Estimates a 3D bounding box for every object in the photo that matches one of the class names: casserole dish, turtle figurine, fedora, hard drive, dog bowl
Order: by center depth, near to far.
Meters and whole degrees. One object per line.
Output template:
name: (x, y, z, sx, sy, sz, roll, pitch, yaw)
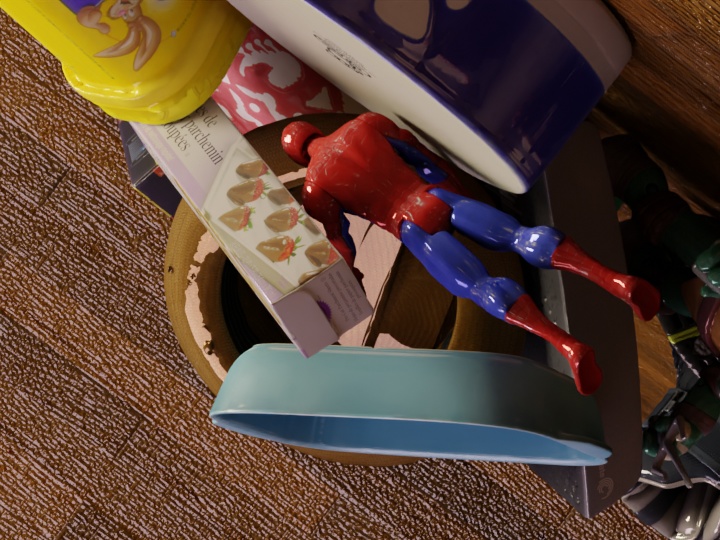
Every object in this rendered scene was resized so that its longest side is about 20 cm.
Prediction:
dog bowl: (0.015, -0.121, 1.268, 0.200, 0.079, 0.200, 36, 177, 3)
casserole dish: (0.024, 0.062, 1.368, 0.200, 0.039, 0.121, 1, 168, 28)
turtle figurine: (0.172, 0.025, 1.420, 0.200, 0.101, 0.150, 49, 142, 41)
hard drive: (0.092, 0.008, 1.436, 0.135, 0.042, 0.200, -140, 39, -67)
fedora: (0.000, 0.000, 1.458, 0.201, 0.201, 0.082, 36, -146, -1)

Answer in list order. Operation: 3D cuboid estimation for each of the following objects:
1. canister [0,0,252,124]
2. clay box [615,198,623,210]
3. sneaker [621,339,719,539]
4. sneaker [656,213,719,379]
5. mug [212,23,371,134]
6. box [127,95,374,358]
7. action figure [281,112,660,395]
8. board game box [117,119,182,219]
canister: (-0.128, -0.180, 1.332, 0.086, 0.149, 0.200, 11, 159, 38)
clay box: (0.072, -0.025, 1.723, 0.048, 0.115, 0.200, 36, 178, -20)
sneaker: (0.188, 0.074, 1.675, 0.077, 0.146, 0.202, 36, 179, -22)
sneaker: (0.225, 0.047, 1.536, 0.200, 0.075, 0.076, 43, -173, -3)
mug: (-0.014, -0.072, 1.526, 0.200, 0.178, 0.133, 43, 172, -25)
box: (-0.055, -0.031, 1.345, 0.200, 0.039, 0.041, 51, 173, 49)
action figure: (0.045, -0.006, 1.317, 0.200, 0.065, 0.099, 34, 167, 29)
board game box: (-0.082, -0.077, 1.854, 0.165, 0.057, 0.200, 40, -162, -31)
